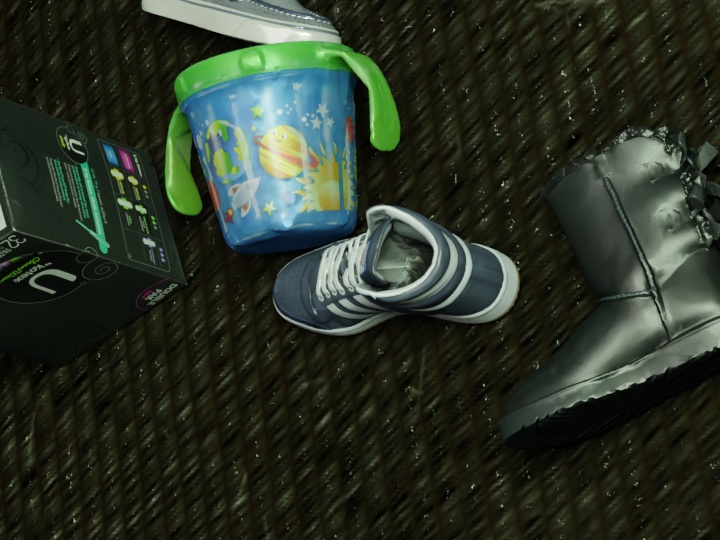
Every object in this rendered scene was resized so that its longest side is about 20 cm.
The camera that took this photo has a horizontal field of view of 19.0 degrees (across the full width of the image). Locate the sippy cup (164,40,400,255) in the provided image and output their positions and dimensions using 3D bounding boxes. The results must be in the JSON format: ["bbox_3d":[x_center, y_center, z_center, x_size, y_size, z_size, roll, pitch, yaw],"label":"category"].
[{"bbox_3d":[-0.058,-0.083,1.543,0.178,0.138,0.132,146,115,-69],"label":"sippy cup"}]

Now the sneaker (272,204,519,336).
[{"bbox_3d":[0.000,0.000,1.485,0.199,0.108,0.071,-3,76,35],"label":"sneaker"}]

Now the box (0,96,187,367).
[{"bbox_3d":[-0.256,-0.027,1.615,0.148,0.199,0.125,-30,64,25],"label":"box"}]

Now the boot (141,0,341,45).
[{"bbox_3d":[-0.086,-0.222,1.622,0.199,0.072,0.091,20,98,38],"label":"boot"}]

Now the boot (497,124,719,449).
[{"bbox_3d":[0.158,0.008,1.394,0.197,0.073,0.164,-27,66,19],"label":"boot"}]
